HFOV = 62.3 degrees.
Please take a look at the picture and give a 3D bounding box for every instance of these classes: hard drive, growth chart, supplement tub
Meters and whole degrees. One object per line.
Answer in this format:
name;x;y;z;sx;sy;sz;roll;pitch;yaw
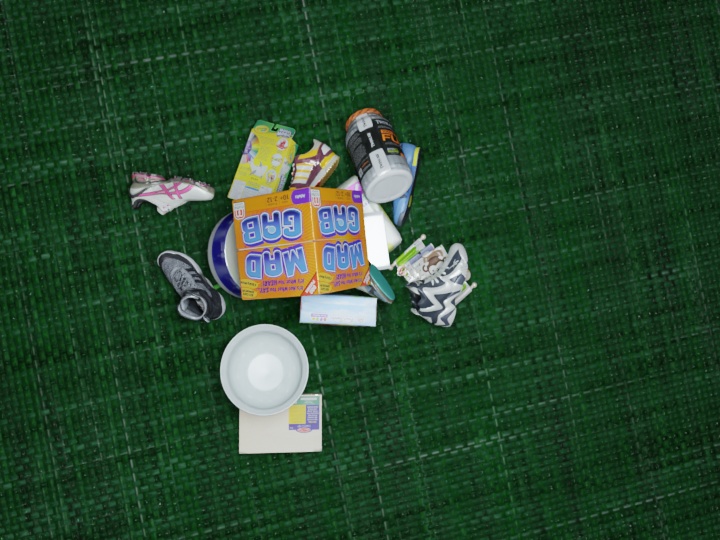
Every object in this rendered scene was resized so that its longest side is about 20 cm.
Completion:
hard drive;-0.037;-0.057;1.379;0.196;0.026;0.135;-8;91;-3
growth chart;0.183;0.010;1.473;0.200;0.018;0.145;44;83;-4
supplement tub;0.037;-0.270;1.389;0.120;0.123;0.203;-17;64;-7

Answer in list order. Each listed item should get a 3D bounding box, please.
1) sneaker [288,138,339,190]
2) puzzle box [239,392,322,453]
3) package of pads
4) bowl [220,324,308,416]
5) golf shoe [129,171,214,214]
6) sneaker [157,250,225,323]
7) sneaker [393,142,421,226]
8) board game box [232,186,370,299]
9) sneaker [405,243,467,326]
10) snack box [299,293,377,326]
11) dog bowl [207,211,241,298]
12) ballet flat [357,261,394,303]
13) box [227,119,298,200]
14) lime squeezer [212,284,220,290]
sneaker;-0.140;-0.220;1.423;0.090;0.075;0.201;39;77;5
puzzle box;-0.187;0.361;1.409;0.195;0.025;0.136;1;87;-7
package of pads;-0.011;-0.107;1.430;0.153;0.068;0.202;-35;92;-6
bowl;-0.219;0.232;1.369;0.197;0.090;0.205;2;74;-7
golf shoe;-0.435;-0.174;1.385;0.196;0.073;0.094;6;93;4
sneaker;-0.393;0.037;1.349;0.075;0.114;0.200;-43;94;8
sneaker;0.095;-0.210;1.454;0.077;0.066;0.204;10;87;9
board game box;-0.119;-0.056;1.236;0.197;0.199;0.204;-5;92;31
sneaker;0.174;0.024;1.421;0.127;0.079;0.203;14;95;-16
snack box;-0.055;0.088;1.348;0.165;0.200;0.069;4;88;-5
dog bowl;-0.239;-0.039;1.346;0.198;0.078;0.205;3;86;-42
ballet flat;0.000;0.000;1.344;0.074;0.074;0.202;-33;90;-7
box;-0.225;-0.246;1.403;0.115;0.048;0.204;18;87;20
lime squeezer;-0.264;-0.016;1.419;0.070;0.038;0.201;35;84;28
